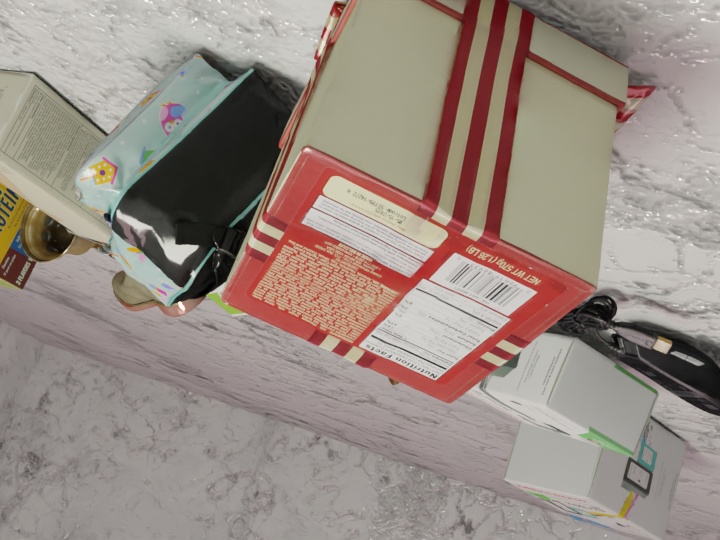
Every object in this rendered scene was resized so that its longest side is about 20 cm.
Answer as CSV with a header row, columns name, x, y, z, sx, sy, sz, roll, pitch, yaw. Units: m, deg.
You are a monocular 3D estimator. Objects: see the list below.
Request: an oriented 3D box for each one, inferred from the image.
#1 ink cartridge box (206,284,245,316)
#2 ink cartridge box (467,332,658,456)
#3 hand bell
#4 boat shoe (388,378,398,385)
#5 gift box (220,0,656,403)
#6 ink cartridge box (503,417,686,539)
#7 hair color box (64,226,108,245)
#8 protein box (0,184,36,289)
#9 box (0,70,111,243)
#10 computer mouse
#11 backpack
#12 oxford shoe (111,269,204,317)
name,x,y,z,sx,sy,sz,roll,pitch,yaw
ink cartridge box,-0.164,-0.044,0.905,0.200,0.076,0.148,42,157,-18
ink cartridge box,0.215,0.133,1.024,0.145,0.085,0.200,30,169,-24
hand bell,-0.385,-0.041,1.285,0.103,0.105,0.200,13,173,25
boat shoe,0.065,0.114,1.219,0.070,0.071,0.200,-19,171,-6
gift box,0.049,-0.062,0.500,0.184,0.188,0.200,27,143,-15
ink cartridge box,0.329,0.266,1.232,0.199,0.147,0.146,33,159,-35
hair color box,-0.279,-0.053,1.126,0.199,0.061,0.099,22,163,-1
protein box,-0.583,-0.082,1.269,0.199,0.136,0.198,6,157,42
box,-0.318,-0.113,0.928,0.077,0.096,0.200,12,160,30
computer mouse,0.295,0.076,0.860,0.199,0.046,0.140,30,172,6
backpack,-0.138,-0.065,0.726,0.153,0.176,0.200,38,161,0
oxford shoe,-0.264,0.006,1.103,0.199,0.071,0.074,2,130,48
